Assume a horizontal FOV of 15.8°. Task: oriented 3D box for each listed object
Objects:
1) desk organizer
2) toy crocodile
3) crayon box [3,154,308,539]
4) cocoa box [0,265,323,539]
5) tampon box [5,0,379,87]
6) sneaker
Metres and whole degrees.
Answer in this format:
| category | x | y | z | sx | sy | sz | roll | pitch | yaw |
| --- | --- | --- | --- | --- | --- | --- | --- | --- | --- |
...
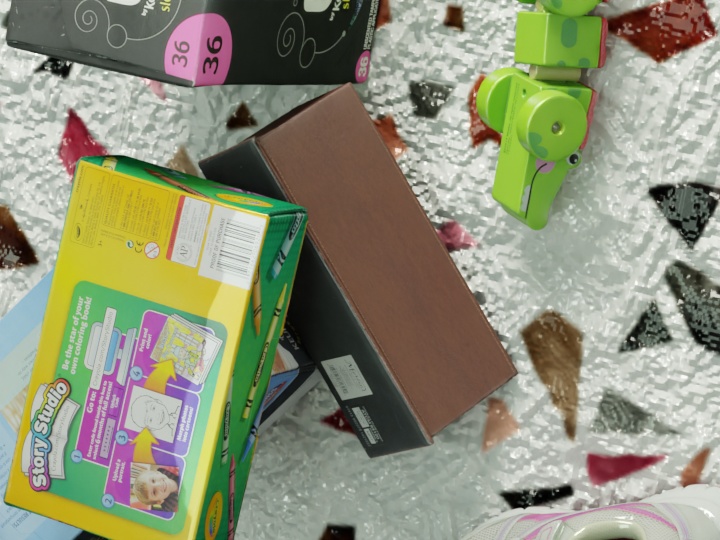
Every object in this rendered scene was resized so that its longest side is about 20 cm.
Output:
| category | x | y | z | sx | sy | sz | roll | pitch | yaw |
| --- | --- | --- | --- | --- | --- | --- | --- | --- | --- |
| desk organizer | 0.000 | 0.000 | 1.491 | 0.200 | 0.077 | 0.072 | 60 | 150 | -7 |
| toy crocodile | 0.109 | -0.122 | 1.440 | 0.067 | 0.062 | 0.200 | -150 | 66 | -63 |
| crayon box | -0.112 | 0.048 | 1.416 | 0.119 | 0.058 | 0.200 | 17 | 99 | 20 |
| cocoa box | -0.141 | 0.070 | 1.538 | 0.200 | 0.131 | 0.133 | -43 | 76 | 23 |
| tampon box | -0.083 | -0.186 | 1.448 | 0.126 | 0.200 | 0.150 | 14 | 101 | 25 |
| sneaker | 0.114 | 0.168 | 1.443 | 0.200 | 0.088 | 0.081 | -20 | 85 | 27 |
